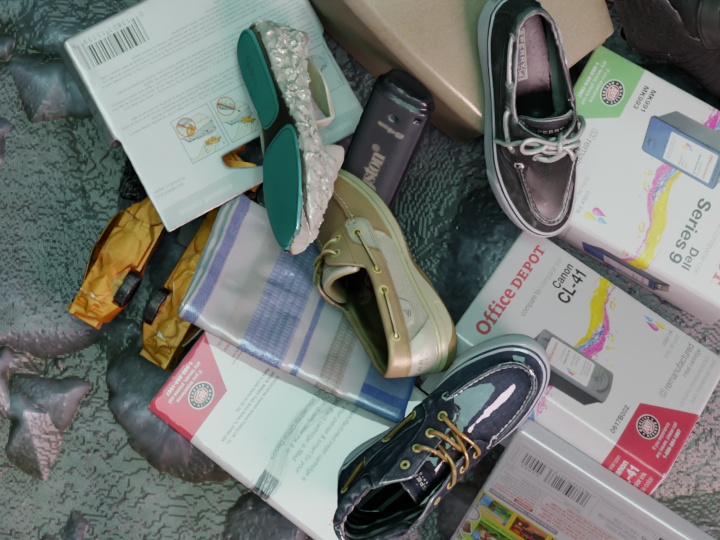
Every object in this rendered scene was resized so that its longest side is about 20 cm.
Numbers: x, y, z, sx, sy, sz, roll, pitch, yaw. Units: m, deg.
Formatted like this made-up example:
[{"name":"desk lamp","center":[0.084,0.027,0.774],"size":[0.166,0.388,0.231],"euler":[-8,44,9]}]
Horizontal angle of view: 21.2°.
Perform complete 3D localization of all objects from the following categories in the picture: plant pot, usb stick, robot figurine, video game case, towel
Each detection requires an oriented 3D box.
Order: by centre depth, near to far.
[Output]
[{"name":"video game case","center":[0.173,0.232,1.504],"size":[0.199,0.023,0.183],"euler":[32,127,7]},{"name":"towel","center":[-0.037,0.026,1.517],"size":[0.199,0.024,0.147],"euler":[27,44,-6]},{"name":"usb stick","center":[0.007,-0.073,1.542],"size":[0.055,0.201,0.033],"euler":[37,43,14]},{"name":"plant pot","center":[0.089,-0.214,1.557],"size":[0.199,0.200,0.178],"euler":[-37,93,-5]},{"name":"robot figurine","center":[-0.149,-0.028,1.591],"size":[0.144,0.058,0.201],"euler":[30,84,5]}]

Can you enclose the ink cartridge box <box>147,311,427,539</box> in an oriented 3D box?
[{"name":"ink cartridge box","center":[-0.048,0.116,1.555],"size":[0.199,0.084,0.145],"euler":[37,84,6]}]

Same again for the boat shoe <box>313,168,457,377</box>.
[{"name":"boat shoe","center":[0.000,0.000,1.490],"size":[0.066,0.074,0.200],"euler":[-15,54,-31]}]

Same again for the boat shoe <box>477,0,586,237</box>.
[{"name":"boat shoe","center":[0.138,-0.111,1.465],"size":[0.073,0.068,0.201],"euler":[-14,115,-17]}]

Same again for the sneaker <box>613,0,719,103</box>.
[{"name":"sneaker","center":[0.260,-0.194,1.558],"size":[0.103,0.200,0.060],"euler":[13,73,24]}]

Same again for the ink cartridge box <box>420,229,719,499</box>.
[{"name":"ink cartridge box","center":[0.169,0.082,1.527],"size":[0.199,0.086,0.148],"euler":[35,50,4]}]

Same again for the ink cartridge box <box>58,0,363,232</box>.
[{"name":"ink cartridge box","center":[-0.117,-0.150,1.564],"size":[0.199,0.044,0.175],"euler":[-29,92,-16]}]

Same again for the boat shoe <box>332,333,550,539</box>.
[{"name":"boat shoe","center":[0.062,0.133,1.431],"size":[0.200,0.091,0.071],"euler":[-41,103,18]}]

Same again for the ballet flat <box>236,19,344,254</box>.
[{"name":"ballet flat","center":[-0.046,-0.109,1.503],"size":[0.071,0.072,0.202],"euler":[-12,68,-1]}]

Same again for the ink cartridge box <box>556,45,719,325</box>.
[{"name":"ink cartridge box","center":[0.242,-0.069,1.577],"size":[0.199,0.088,0.146],"euler":[30,83,3]}]
